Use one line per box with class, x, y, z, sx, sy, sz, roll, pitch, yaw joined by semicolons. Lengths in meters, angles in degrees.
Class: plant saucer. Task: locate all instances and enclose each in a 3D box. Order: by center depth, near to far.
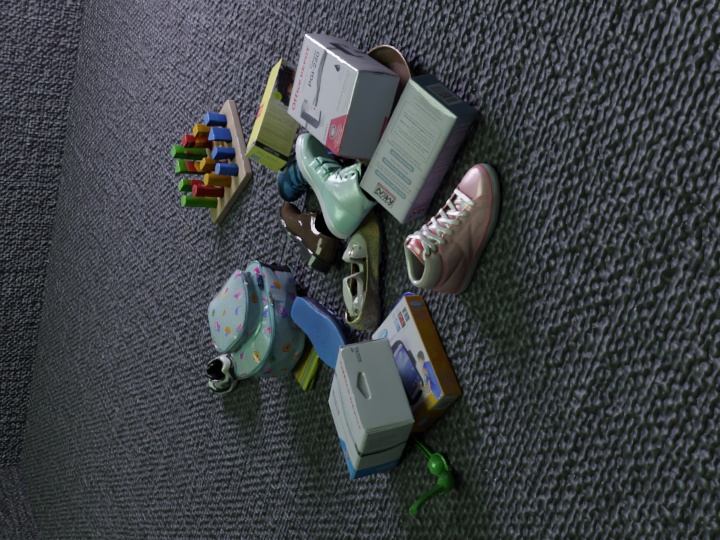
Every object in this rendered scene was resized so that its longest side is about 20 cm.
plant saucer;0.041;-0.264;1.538;0.200;0.036;0.203;-2;87;58

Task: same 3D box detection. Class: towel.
towel;-0.127;0.137;1.823;0.200;0.018;0.087;52;127;46

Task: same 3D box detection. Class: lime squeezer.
lime squeezer;0.104;0.305;1.413;0.201;0.070;0.038;-90;-9;-65

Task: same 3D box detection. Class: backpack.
backpack;-0.194;0.102;1.785;0.176;0.152;0.202;-45;56;36

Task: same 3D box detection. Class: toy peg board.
toy peg board;-0.339;-0.242;2.087;0.199;0.097;0.202;-46;53;48

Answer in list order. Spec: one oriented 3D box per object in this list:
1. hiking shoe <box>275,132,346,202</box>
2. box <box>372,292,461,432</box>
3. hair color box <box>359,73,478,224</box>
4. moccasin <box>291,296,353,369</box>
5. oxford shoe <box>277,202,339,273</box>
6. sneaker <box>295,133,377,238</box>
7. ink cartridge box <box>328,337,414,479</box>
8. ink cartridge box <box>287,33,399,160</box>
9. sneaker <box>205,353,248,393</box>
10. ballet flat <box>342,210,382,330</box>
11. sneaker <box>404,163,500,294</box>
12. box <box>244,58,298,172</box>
hiking shoe;-0.096;-0.176;1.719;0.200;0.074;0.088;-48;50;46
box;0.080;0.136;1.470;0.119;0.041;0.202;-54;49;43
hair color box;0.085;-0.181;1.416;0.099;0.060;0.201;43;128;21
moccasin;-0.050;0.102;1.655;0.200;0.068;0.081;51;123;44
oxford shoe;-0.089;-0.079;1.728;0.085;0.072;0.200;-59;43;15
sneaker;-0.031;-0.169;1.577;0.118;0.073;0.202;-40;67;37
ink cartridge box;0.013;0.219;1.476;0.201;0.083;0.146;102;154;-58
ink cartridge box;-0.033;-0.288;1.547;0.200;0.084;0.147;47;127;50
sneaker;-0.302;0.217;2.034;0.200;0.087;0.077;-40;59;52
ballet flat;0.000;0.000;1.574;0.070;0.070;0.203;-1;89;57
sneaker;0.126;-0.058;1.340;0.075;0.104;0.202;46;126;50
box;-0.150;-0.289;1.741;0.050;0.075;0.202;-29;43;55
